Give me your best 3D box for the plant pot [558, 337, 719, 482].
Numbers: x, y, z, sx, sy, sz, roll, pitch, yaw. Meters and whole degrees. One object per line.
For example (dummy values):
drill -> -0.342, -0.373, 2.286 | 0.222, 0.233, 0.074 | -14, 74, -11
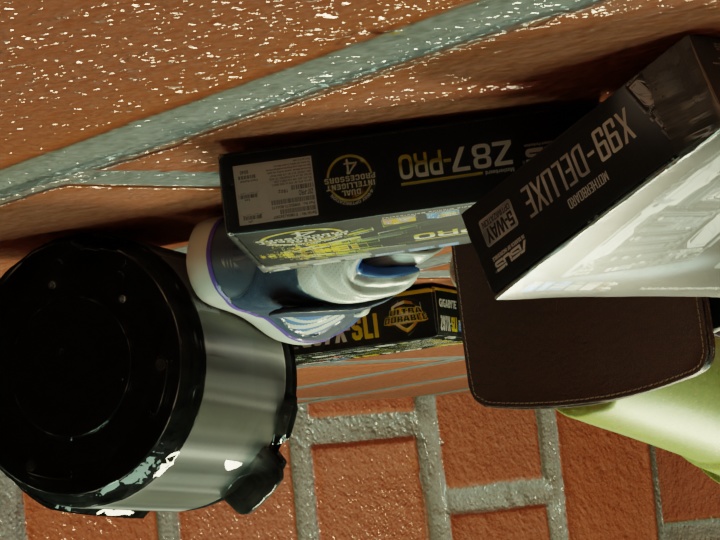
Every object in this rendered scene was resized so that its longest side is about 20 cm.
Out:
plant pot -> 0.247, 0.064, 1.807 | 0.183, 0.202, 0.200 | 10, 166, -31

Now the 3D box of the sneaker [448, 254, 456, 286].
sneaker -> 0.151, -0.005, 1.612 | 0.199, 0.076, 0.081 | -12, 163, 39

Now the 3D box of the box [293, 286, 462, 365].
box -> -0.001, 0.053, 2.085 | 0.199, 0.050, 0.160 | -8, 176, 19

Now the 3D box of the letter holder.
letter holder -> 0.159, 0.007, 1.366 | 0.100, 0.143, 0.200 | -1, 172, -40

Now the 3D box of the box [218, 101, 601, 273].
box -> 0.032, -0.043, 1.214 | 0.199, 0.049, 0.161 | -8, 175, 2

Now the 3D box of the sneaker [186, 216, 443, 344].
sneaker -> 0.000, 0.000, 1.423 | 0.146, 0.081, 0.200 | -5, 170, 29

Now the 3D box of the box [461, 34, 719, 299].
box -> 0.172, -0.045, 1.101 | 0.199, 0.050, 0.158 | 1, 150, -45

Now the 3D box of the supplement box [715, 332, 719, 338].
supplement box -> 0.329, 0.025, 1.582 | 0.199, 0.061, 0.109 | 17, -158, -6

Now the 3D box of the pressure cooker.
pressure cooker -> -0.136, 0.072, 1.480 | 0.178, 0.177, 0.200 | -2, 173, 24
